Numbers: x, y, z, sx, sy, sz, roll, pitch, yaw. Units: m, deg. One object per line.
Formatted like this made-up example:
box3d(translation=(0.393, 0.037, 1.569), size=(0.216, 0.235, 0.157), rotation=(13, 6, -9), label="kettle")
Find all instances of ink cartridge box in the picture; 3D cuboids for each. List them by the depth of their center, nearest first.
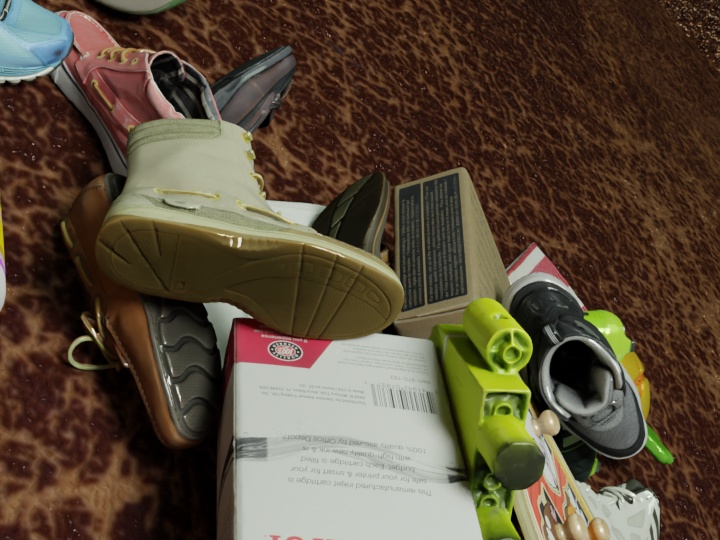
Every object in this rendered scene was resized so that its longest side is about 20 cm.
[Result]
box3d(translation=(-0.014, 0.131, 0.573), size=(0.144, 0.084, 0.201), rotation=(9, 37, -14), label="ink cartridge box")
box3d(translation=(0.092, 0.039, 0.831), size=(0.166, 0.074, 0.201), rotation=(-87, 157, -44), label="ink cartridge box")

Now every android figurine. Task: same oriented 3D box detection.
box3d(translation=(0.073, 0.111, 0.619), size=(0.041, 0.184, 0.200), rotation=(3, 14, -9), label="android figurine")

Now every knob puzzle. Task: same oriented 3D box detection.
box3d(translation=(0.151, 0.180, 0.666), size=(0.220, 0.030, 0.221), rotation=(55, 21, -32), label="knob puzzle")

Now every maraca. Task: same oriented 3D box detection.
box3d(translation=(0.254, 0.128, 0.975), size=(0.200, 0.107, 0.137), rotation=(43, 14, -13), label="maraca")

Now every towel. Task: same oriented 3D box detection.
box3d(translation=(0.247, 0.066, 1.105), size=(0.201, 0.023, 0.144), rotation=(52, 33, 1), label="towel")

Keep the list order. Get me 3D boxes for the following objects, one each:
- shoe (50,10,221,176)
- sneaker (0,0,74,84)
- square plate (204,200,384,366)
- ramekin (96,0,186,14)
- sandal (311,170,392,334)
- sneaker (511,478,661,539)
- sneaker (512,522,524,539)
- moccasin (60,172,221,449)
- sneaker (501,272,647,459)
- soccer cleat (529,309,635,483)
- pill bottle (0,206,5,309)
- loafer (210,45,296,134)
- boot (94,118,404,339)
box3d(translation=(-0.178, -0.151, 0.733), size=(0.071, 0.091, 0.201), rotation=(-9, 60, -51), label="shoe")
box3d(translation=(-0.292, -0.203, 0.657), size=(0.199, 0.090, 0.079), rotation=(21, 44, -38), label="sneaker")
box3d(translation=(-0.057, 0.017, 0.788), size=(0.197, 0.028, 0.201), rotation=(3, 56, -49), label="square plate")
box3d(translation=(-0.189, -0.322, 0.800), size=(0.200, 0.200, 0.098), rotation=(45, 42, -10), label="ramekin")
box3d(translation=(0.000, 0.000, 0.779), size=(0.055, 0.081, 0.201), rotation=(45, 29, -39), label="sandal")
box3d(translation=(0.202, 0.214, 0.844), size=(0.201, 0.075, 0.115), rotation=(53, 51, -14), label="sneaker")
box3d(translation=(0.184, 0.282, 0.750), size=(0.077, 0.112, 0.201), rotation=(-12, 68, -53), label="sneaker")
box3d(translation=(-0.155, 0.031, 0.628), size=(0.202, 0.078, 0.074), rotation=(60, 20, 18), label="moccasin")
box3d(translation=(0.187, 0.102, 0.769), size=(0.201, 0.075, 0.114), rotation=(54, 11, -20), label="sneaker")
box3d(translation=(0.193, 0.128, 0.874), size=(0.080, 0.202, 0.068), rotation=(7, 20, -8), label="soccer cleat")
box3d(translation=(-0.266, -0.062, 0.544), size=(0.104, 0.104, 0.201), rotation=(14, 49, -42), label="pill bottle")
box3d(translation=(-0.112, -0.144, 0.849), size=(0.063, 0.071, 0.200), rotation=(62, 36, -19), label="loafer")
box3d(translation=(-0.070, -0.035, 0.634), size=(0.198, 0.072, 0.155), rotation=(14, 32, -15), label="boot")
